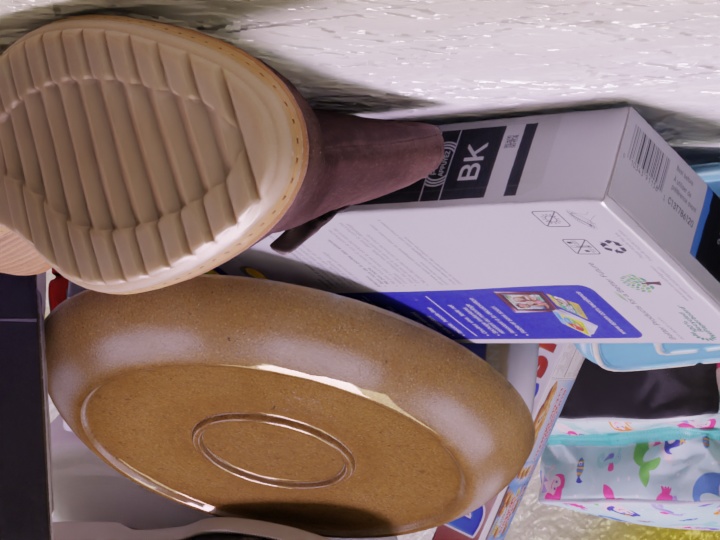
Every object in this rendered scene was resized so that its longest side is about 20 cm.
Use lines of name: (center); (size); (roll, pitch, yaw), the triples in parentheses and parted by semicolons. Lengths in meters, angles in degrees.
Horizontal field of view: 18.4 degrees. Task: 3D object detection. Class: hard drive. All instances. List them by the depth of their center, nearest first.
hard drive: (-0.150, 0.100, 0.868); (0.038, 0.201, 0.140); (2, 157, -20)

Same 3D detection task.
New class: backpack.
backpack: (0.194, 0.066, 1.216); (0.199, 0.151, 0.177); (0, 176, -36)

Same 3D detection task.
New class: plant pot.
plant pot: (-0.032, 0.061, 0.869); (0.199, 0.028, 0.200); (9, 152, 5)

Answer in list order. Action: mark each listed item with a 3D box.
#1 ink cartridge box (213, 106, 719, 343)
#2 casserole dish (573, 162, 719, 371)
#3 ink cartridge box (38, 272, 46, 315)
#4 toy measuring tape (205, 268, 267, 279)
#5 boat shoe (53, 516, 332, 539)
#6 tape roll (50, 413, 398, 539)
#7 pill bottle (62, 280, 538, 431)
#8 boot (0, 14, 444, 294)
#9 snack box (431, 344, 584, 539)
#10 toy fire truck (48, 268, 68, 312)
ink cartridge box: (0.034, -0.010, 0.771); (0.199, 0.039, 0.099); (-3, 150, 41)
casserole dish: (0.132, 0.004, 0.865); (0.120, 0.039, 0.200); (-7, 164, 4)
ink cartridge box: (-0.248, -0.003, 1.009); (0.199, 0.068, 0.116); (1, 175, -1)
toy measuring tape: (0.000, 0.000, 0.880); (0.199, 0.074, 0.074); (3, 175, -9)
boat shoe: (-0.071, 0.147, 0.955); (0.199, 0.063, 0.073); (-4, 148, 36)
tape roll: (-0.081, 0.146, 1.063); (0.202, 0.203, 0.071); (0, -151, 30)
pill bottle: (-0.028, 0.027, 0.968); (0.199, 0.116, 0.116); (3, 175, -4)
boot: (-0.035, -0.037, 0.646); (0.166, 0.073, 0.200); (-10, -177, -41)
snack box: (0.074, 0.078, 1.058); (0.024, 0.201, 0.072); (24, -176, 14)
toy fire truck: (-0.056, 0.049, 1.087); (0.199, 0.142, 0.049); (2, 175, 6)
